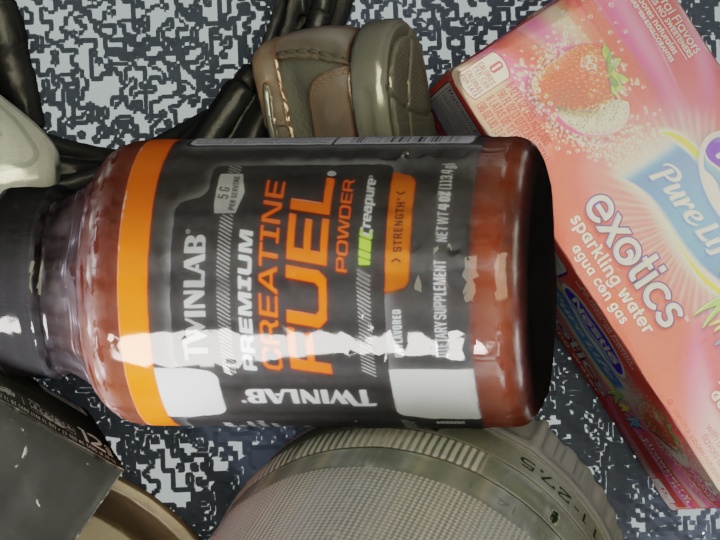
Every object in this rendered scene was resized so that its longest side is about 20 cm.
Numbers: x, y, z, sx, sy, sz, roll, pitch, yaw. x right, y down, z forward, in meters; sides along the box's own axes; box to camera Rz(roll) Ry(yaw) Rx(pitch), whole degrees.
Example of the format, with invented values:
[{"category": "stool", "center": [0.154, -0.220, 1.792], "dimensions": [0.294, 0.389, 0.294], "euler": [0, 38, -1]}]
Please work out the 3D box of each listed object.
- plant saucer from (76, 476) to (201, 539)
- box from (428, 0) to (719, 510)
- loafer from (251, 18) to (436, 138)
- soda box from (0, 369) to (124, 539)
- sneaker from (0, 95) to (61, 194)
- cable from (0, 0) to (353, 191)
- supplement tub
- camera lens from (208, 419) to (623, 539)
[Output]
[{"category": "plant saucer", "center": [-0.139, 0.171, 1.149], "dimensions": [0.200, 0.029, 0.201], "euler": [1, 85, -7]}, {"category": "box", "center": [0.117, -0.013, 1.159], "dimensions": [0.095, 0.103, 0.200], "euler": [-33, 89, -8]}, {"category": "loafer", "center": [0.000, 0.000, 1.154], "dimensions": [0.063, 0.072, 0.200], "euler": [0, 107, 20]}, {"category": "soda box", "center": [-0.188, 0.043, 1.066], "dimensions": [0.200, 0.063, 0.071], "euler": [33, 96, -26]}, {"category": "sneaker", "center": [-0.189, 0.015, 1.123], "dimensions": [0.081, 0.075, 0.200], "euler": [33, 96, -10]}, {"category": "cable", "center": [-0.088, -0.115, 1.172], "dimensions": [0.163, 0.051, 0.200], "euler": [24, 87, 0]}, {"category": "supplement tub", "center": [-0.032, 0.005, 1.066], "dimensions": [0.200, 0.107, 0.107], "euler": [-1, 85, 10]}, {"category": "camera lens", "center": [0.004, 0.151, 1.060], "dimensions": [0.160, 0.200, 0.160], "euler": [8, 119, 15]}]
